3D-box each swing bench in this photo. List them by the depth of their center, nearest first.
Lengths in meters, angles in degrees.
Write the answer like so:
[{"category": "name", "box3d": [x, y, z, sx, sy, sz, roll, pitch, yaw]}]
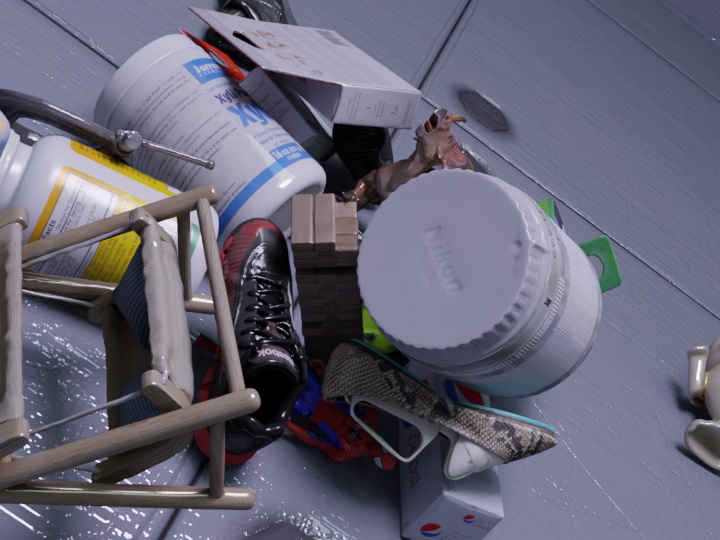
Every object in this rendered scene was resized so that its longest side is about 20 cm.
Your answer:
[{"category": "swing bench", "box3d": [-0.181, 0.060, 0.752, 0.199, 0.130, 0.199, -6, 47, -13]}]

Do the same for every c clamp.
[{"category": "c clamp", "box3d": [-0.241, -0.108, 0.957, 0.171, 0.200, 0.027, 22, 80, -31]}]

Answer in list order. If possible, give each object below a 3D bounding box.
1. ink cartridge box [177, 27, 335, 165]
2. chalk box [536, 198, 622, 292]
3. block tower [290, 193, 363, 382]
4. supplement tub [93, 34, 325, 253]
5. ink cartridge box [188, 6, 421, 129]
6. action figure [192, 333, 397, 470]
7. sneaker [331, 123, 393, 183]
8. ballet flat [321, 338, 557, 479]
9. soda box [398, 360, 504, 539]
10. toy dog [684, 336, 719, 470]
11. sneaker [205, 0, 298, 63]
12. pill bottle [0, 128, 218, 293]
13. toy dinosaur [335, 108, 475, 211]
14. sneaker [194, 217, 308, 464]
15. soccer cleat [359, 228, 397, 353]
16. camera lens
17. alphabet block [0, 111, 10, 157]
[{"category": "ink cartridge box", "box3d": [-0.101, -0.192, 1.209, 0.174, 0.044, 0.200, 51, 7, 2]}, {"category": "chalk box", "box3d": [0.156, 0.020, 1.118, 0.124, 0.199, 0.125, -76, 147, -56]}, {"category": "block tower", "box3d": [-0.025, 0.023, 0.966, 0.054, 0.200, 0.058, -2, 51, 2]}, {"category": "supplement tub", "box3d": [-0.142, -0.112, 1.072, 0.200, 0.132, 0.132, 45, 32, 9]}, {"category": "ink cartridge box", "box3d": [-0.062, -0.202, 1.120, 0.176, 0.045, 0.200, 2, 26, -31]}, {"category": "action figure", "box3d": [-0.050, 0.105, 0.958, 0.200, 0.065, 0.052, 38, -11, -2]}, {"category": "sneaker", "box3d": [0.002, -0.153, 1.261, 0.200, 0.060, 0.104, 67, 9, -58]}, {"category": "ballet flat", "box3d": [0.059, 0.127, 0.925, 0.199, 0.068, 0.075, 24, 73, 2]}, {"category": "soda box", "box3d": [0.078, 0.155, 1.018, 0.064, 0.068, 0.200, 25, 34, -19]}, {"category": "toy dog", "box3d": [0.484, 0.154, 1.379, 0.194, 0.139, 0.200, 43, 29, -19]}, {"category": "sneaker", "box3d": [-0.148, -0.330, 1.395, 0.114, 0.076, 0.200, 10, 46, -48]}, {"category": "pill bottle", "box3d": [-0.227, -0.041, 0.913, 0.200, 0.113, 0.113, 25, 34, -21]}, {"category": "toy dinosaur", "box3d": [0.053, -0.090, 1.167, 0.086, 0.135, 0.200, 49, -8, -4]}, {"category": "sneaker", "box3d": [-0.078, 0.051, 0.886, 0.071, 0.098, 0.201, 15, 73, -28]}, {"category": "soccer cleat", "box3d": [0.000, 0.000, 1.145, 0.081, 0.067, 0.200, 18, 35, -57]}, {"category": "camera lens", "box3d": [0.103, 0.016, 0.933, 0.160, 0.160, 0.200, 57, 14, 27]}, {"category": "alphabet block", "box3d": [-0.376, -0.051, 0.697, 0.196, 0.196, 0.200, 36, 30, 0]}]
